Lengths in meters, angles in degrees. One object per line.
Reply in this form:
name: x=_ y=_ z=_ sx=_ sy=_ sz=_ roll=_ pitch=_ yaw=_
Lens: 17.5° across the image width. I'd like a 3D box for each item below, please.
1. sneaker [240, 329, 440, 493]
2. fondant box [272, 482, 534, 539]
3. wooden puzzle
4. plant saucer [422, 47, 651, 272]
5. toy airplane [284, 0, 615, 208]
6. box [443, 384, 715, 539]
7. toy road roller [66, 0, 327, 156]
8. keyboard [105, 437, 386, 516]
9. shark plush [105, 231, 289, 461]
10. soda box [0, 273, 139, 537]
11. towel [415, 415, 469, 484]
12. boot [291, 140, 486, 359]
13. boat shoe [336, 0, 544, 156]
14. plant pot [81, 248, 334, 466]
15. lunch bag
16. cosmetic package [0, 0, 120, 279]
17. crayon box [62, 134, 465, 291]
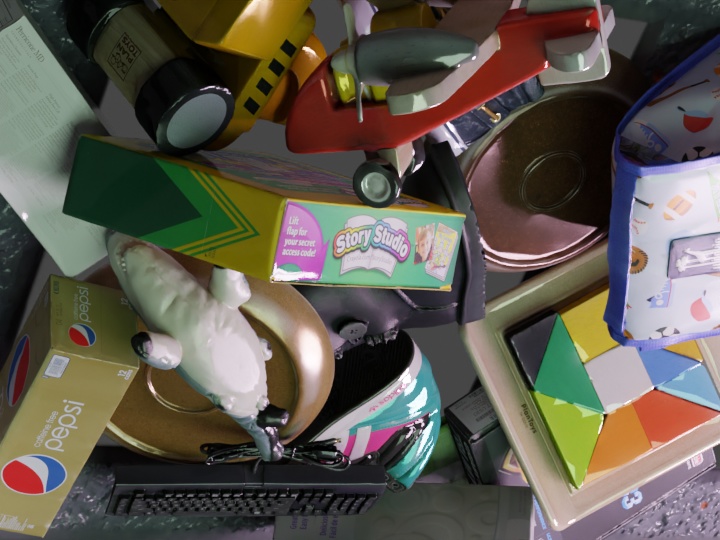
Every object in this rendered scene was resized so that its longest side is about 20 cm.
sneaker: x=-0.020 y=0.132 z=1.760 sx=0.199 sy=0.084 sz=0.121 roll=-31 pitch=135 yaw=10
fondant box: x=0.031 y=0.231 z=1.770 sx=0.199 sy=0.145 sz=0.058 roll=1 pitch=131 yaw=5
wooden puzzle: x=0.194 y=0.076 z=1.777 sx=0.199 sy=0.037 sz=0.186 roll=-28 pitch=101 yaw=-12
plant saucer: x=0.135 y=-0.073 z=1.702 sx=0.199 sy=0.035 sz=0.201 roll=-15 pitch=133 yaw=-17
toy airplane: x=0.053 y=-0.143 z=1.403 sx=0.199 sy=0.200 sz=0.141 roll=-36 pitch=101 yaw=-19
box: x=0.179 y=0.134 z=1.868 sx=0.198 sy=0.050 sz=0.200 roll=-30 pitch=134 yaw=-11
toy road roller: x=-0.074 y=-0.168 z=1.458 sx=0.146 sy=0.123 sz=0.200 roll=7 pitch=124 yaw=-50
keyboard: x=-0.079 y=0.153 z=1.679 sx=0.199 sy=0.021 sz=0.127 roll=0 pitch=149 yaw=-13
shark plush: x=-0.096 y=0.049 z=1.561 sx=0.091 sy=0.083 sz=0.200 roll=-55 pitch=130 yaw=-10
soda box: x=-0.215 y=0.096 z=1.594 sx=0.064 sy=0.068 sz=0.200 roll=14 pitch=134 yaw=-22
towel: x=0.063 y=0.195 z=1.895 sx=0.149 sy=0.031 sz=0.201 roll=-22 pitch=131 yaw=-14
boot: x=0.000 y=0.000 z=1.626 sx=0.167 sy=0.077 sz=0.200 roll=-17 pitch=151 yaw=-5
boat shoe: x=0.051 y=-0.159 z=1.560 sx=0.091 sy=0.071 sz=0.200 roll=-32 pitch=142 yaw=6
plant pot: x=-0.118 y=0.070 z=1.631 sx=0.199 sy=0.028 sz=0.201 roll=2 pitch=129 yaw=3
lunch bag: x=0.251 y=-0.053 z=1.678 sx=0.200 sy=0.124 sz=0.171 roll=-33 pitch=138 yaw=-35
cosmetic package: x=-0.206 y=-0.088 z=1.495 sx=0.082 sy=0.051 sz=0.200 roll=-31 pitch=135 yaw=1
crayon box: x=-0.058 y=-0.035 z=1.490 sx=0.200 sy=0.172 sz=0.059 roll=3 pitch=104 yaw=-55
